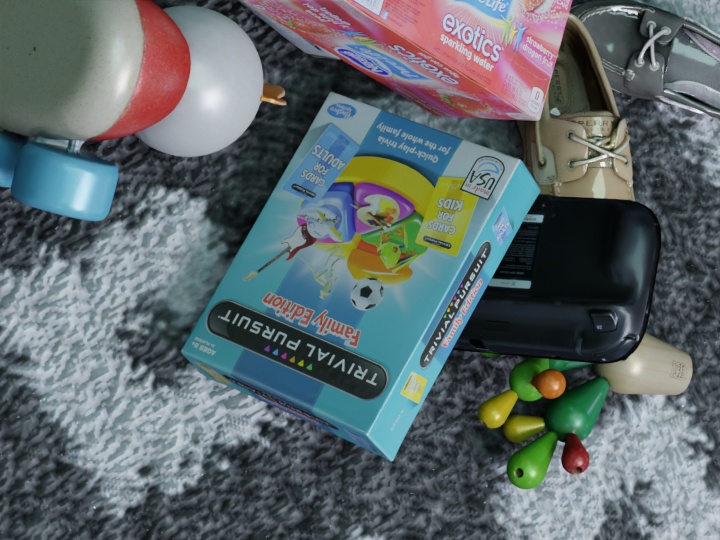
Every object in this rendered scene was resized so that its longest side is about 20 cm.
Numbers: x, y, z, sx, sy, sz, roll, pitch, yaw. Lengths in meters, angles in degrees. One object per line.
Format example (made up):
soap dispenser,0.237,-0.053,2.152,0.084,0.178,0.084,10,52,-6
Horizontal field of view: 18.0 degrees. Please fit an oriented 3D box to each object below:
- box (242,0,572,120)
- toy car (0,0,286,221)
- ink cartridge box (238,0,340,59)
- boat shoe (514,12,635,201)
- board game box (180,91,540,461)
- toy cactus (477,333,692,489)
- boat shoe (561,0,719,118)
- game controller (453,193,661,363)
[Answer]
box,0.035,-0.178,1.445,0.200,0.095,0.103,25,77,-44
toy car,-0.139,-0.126,1.417,0.200,0.177,0.185,10,96,-46
ink cartridge box,-0.044,-0.268,1.450,0.200,0.041,0.200,34,75,-42
boat shoe,0.142,-0.079,1.485,0.071,0.065,0.200,-3,58,-19
board game box,0.000,0.000,1.438,0.151,0.047,0.200,21,75,30
toy cactus,0.153,0.049,1.516,0.165,0.102,0.201,13,71,-27
boat shoe,0.234,-0.141,1.567,0.200,0.057,0.067,21,80,-16
game controller,0.103,0.002,1.450,0.042,0.200,0.105,32,69,-45
